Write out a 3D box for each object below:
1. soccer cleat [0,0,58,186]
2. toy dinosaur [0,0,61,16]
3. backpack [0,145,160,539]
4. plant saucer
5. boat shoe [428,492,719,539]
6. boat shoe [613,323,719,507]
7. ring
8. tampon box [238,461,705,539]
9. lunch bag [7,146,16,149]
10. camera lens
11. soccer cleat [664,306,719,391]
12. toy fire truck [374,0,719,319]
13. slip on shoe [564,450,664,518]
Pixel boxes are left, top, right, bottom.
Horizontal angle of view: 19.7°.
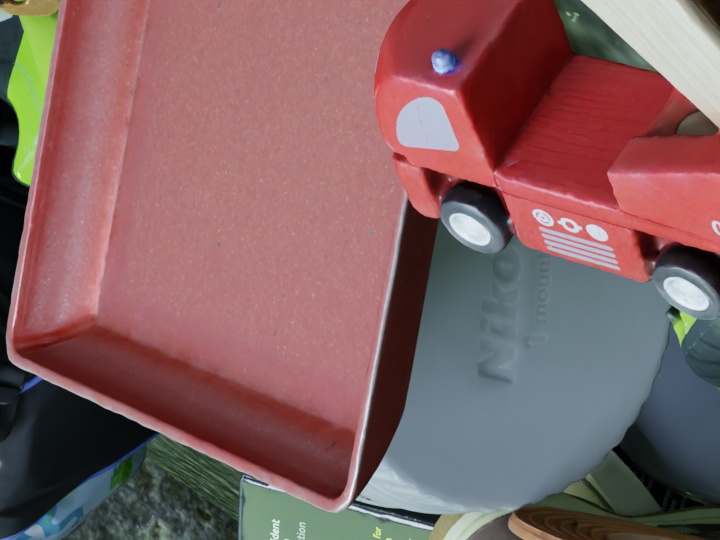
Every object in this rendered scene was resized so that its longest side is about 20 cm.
[{"bbox_3d":[-0.169,-0.100,0.900,0.200,0.081,0.068,38,175,41],"label":"soccer cleat"},{"bbox_3d":[-0.110,-0.139,0.776,0.200,0.060,0.107,46,-161,-59],"label":"toy dinosaur"},{"bbox_3d":[-0.188,0.033,0.911,0.199,0.183,0.148,24,124,21],"label":"backpack"},{"bbox_3d":[-0.035,-0.046,0.659,0.037,0.201,0.199,6,-173,-40],"label":"plant saucer"},{"bbox_3d":[0.116,0.134,0.824,0.199,0.073,0.065,10,-153,-31],"label":"boat shoe"},{"bbox_3d":[0.118,0.045,0.922,0.200,0.074,0.065,37,176,31],"label":"boat shoe"},{"bbox_3d":[0.145,0.114,0.698,0.199,0.019,0.200,15,179,0],"label":"ring"},{"bbox_3d":[0.054,0.147,0.985,0.199,0.126,0.151,13,121,15],"label":"tampon box"},{"bbox_3d":[-0.116,-0.028,1.041,0.199,0.140,0.168,25,150,23],"label":"lunch bag"},{"bbox_3d":[0.000,0.000,0.776,0.160,0.160,0.200,37,167,-29],"label":"camera lens"},{"bbox_3d":[0.158,0.028,0.727,0.081,0.068,0.200,36,178,20],"label":"soccer cleat"},{"bbox_3d":[0.079,-0.047,0.466,0.199,0.049,0.141,19,151,34],"label":"toy fire truck"},{"bbox_3d":[0.046,0.071,0.910,0.200,0.061,0.076,36,171,31],"label":"slip on shoe"}]
